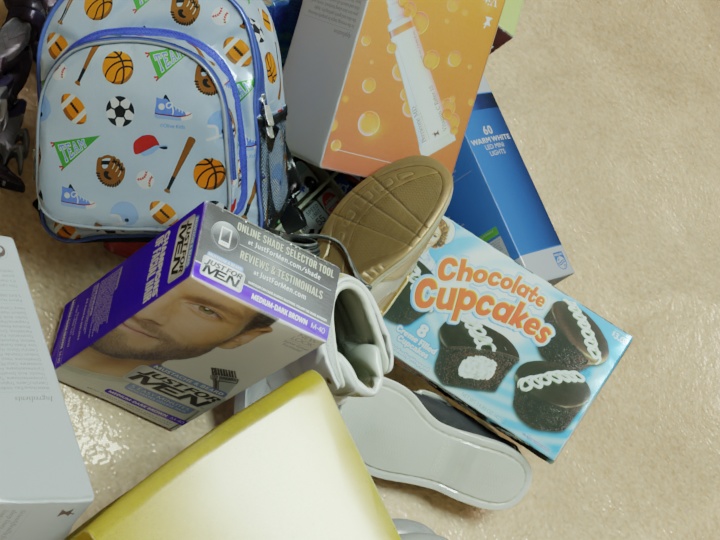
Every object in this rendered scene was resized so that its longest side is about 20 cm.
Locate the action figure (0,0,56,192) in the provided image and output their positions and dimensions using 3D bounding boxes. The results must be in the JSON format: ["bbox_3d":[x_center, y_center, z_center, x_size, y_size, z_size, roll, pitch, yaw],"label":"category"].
[{"bbox_3d":[-0.244,-0.164,1.348,0.069,0.130,0.201,15,69,3],"label":"action figure"}]

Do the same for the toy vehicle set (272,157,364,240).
[{"bbox_3d":[-0.054,-0.062,1.504,0.124,0.026,0.200,50,45,-6],"label":"toy vehicle set"}]

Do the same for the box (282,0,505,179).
[{"bbox_3d":[0.023,-0.174,1.469,0.124,0.097,0.201,11,101,-33],"label":"box"}]

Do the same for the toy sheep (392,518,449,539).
[{"bbox_3d":[0.032,0.244,1.341,0.138,0.138,0.200,14,28,-34],"label":"toy sheep"}]

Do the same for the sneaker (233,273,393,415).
[{"bbox_3d":[-0.031,0.089,1.325,0.074,0.115,0.201,-18,113,-34],"label":"sneaker"}]

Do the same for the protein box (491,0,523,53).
[{"bbox_3d":[0.036,-0.295,1.631,0.200,0.135,0.199,34,50,-21],"label":"protein box"}]

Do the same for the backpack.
[{"bbox_3d":[-0.140,-0.114,1.285,0.154,0.199,0.191,-60,151,-81],"label":"backpack"}]

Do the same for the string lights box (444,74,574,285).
[{"bbox_3d":[0.088,-0.063,1.569,0.059,0.103,0.200,-14,77,-43],"label":"string lights box"}]

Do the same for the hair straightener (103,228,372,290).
[{"bbox_3d":[-0.085,-0.023,1.384,0.199,0.041,0.077,16,67,3],"label":"hair straightener"}]

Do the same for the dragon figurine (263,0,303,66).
[{"bbox_3d":[-0.070,-0.195,1.525,0.199,0.059,0.100,-16,110,-22],"label":"dragon figurine"}]

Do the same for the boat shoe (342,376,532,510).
[{"bbox_3d":[0.041,0.124,1.456,0.200,0.074,0.060,22,9,-21],"label":"boat shoe"}]

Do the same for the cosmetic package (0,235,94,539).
[{"bbox_3d":[-0.244,0.085,1.190,0.074,0.102,0.200,3,52,-37],"label":"cosmetic package"}]

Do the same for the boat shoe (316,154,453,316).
[{"bbox_3d":[0.000,0.000,1.437,0.074,0.069,0.200,38,82,22],"label":"boat shoe"}]

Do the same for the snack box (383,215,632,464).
[{"bbox_3d":[0.098,0.048,1.474,0.200,0.037,0.116,33,81,9],"label":"snack box"}]

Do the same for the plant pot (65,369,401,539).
[{"bbox_3d":[-0.095,0.209,1.216,0.176,0.200,0.200,-21,81,-33],"label":"plant pot"}]

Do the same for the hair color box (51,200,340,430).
[{"bbox_3d":[-0.116,0.036,1.276,0.109,0.200,0.065,27,53,-26],"label":"hair color box"}]
